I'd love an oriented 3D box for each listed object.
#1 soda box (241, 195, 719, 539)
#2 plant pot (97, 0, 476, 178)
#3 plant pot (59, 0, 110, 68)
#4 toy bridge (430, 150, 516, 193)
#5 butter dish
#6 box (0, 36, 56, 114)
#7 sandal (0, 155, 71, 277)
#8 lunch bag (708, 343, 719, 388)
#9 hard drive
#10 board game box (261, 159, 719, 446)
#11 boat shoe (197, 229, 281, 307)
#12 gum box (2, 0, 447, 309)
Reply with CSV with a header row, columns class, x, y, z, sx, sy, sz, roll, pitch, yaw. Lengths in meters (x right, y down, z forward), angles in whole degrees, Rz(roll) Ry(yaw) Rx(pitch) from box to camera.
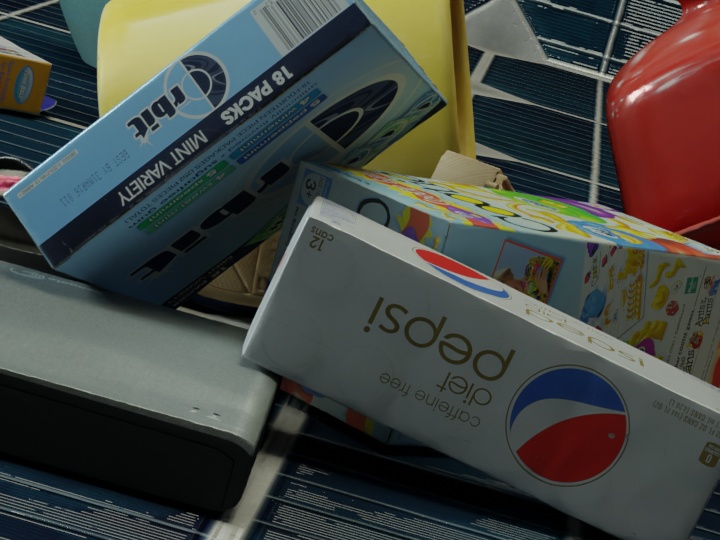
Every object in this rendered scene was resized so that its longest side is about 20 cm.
class,x,y,z,sx,sy,sz,roll,pitch,yaw
soda box,0.055,0.044,1.240,0.200,0.068,0.064,26,9,-2
plant pot,-0.037,-0.087,1.599,0.188,0.201,0.201,-5,8,5
plant pot,-0.150,-0.212,2.284,0.200,0.135,0.200,15,9,-2
toy bridge,0.087,-0.001,1.528,0.067,0.027,0.200,21,-16,22
butter dish,0.201,-0.096,1.578,0.199,0.148,0.200,-18,4,12
box,-0.294,-0.143,1.944,0.200,0.042,0.119,7,13,-33
sandal,-0.193,-0.038,1.476,0.200,0.045,0.075,18,9,11
lunch bag,0.211,0.038,1.587,0.176,0.082,0.200,16,10,6
hard drive,-0.104,0.042,1.197,0.139,0.033,0.200,15,9,0
board game box,0.063,0.021,1.375,0.200,0.105,0.103,7,12,-45
boat shoe,0.000,0.000,1.500,0.200,0.072,0.065,12,10,-3
gum box,-0.055,-0.056,1.341,0.045,0.170,0.200,54,5,12
